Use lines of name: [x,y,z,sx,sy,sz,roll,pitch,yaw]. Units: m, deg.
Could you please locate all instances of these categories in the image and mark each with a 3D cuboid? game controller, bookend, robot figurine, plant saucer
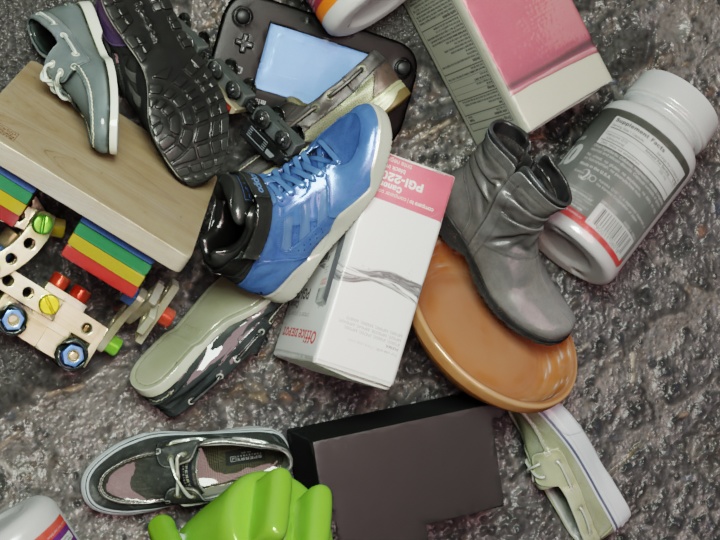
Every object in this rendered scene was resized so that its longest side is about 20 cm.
game controller: [-0.045,-0.190,1.279,0.198,0.042,0.105,15,85,-16]
bookend: [0.048,0.234,1.277,0.198,0.092,0.201,-11,94,-18]
robot figurine: [-0.103,0.256,1.189,0.175,0.200,0.116,26,43,-25]
plant saucer: [0.120,0.055,1.279,0.199,0.037,0.201,24,40,-22]

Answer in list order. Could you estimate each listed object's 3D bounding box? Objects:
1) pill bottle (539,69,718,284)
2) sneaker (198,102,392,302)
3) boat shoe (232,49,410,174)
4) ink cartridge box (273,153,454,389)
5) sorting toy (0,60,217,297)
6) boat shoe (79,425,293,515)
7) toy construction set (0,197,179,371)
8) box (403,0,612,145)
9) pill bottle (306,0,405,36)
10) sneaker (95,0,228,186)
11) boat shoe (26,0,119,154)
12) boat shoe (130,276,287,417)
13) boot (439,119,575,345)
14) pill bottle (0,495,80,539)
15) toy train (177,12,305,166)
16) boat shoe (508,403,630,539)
pill bottle: [0.261,-0.096,1.333,0.114,0.114,0.200,42,78,-12]
sneaker: [-0.062,-0.070,1.152,0.111,0.077,0.201,23,110,-41]
boat shoe: [-0.050,-0.134,1.246,0.199,0.073,0.065,-31,91,5]
ink cartridge box: [0.000,0.000,1.235,0.084,0.146,0.202,17,84,-18]
sorting toy: [-0.235,-0.075,1.152,0.199,0.199,0.070,32,110,-12]
boat shoe: [-0.157,0.180,1.225,0.198,0.071,0.073,-12,93,-17]
toy construction set: [-0.264,0.012,1.191,0.199,0.092,0.132,31,81,-3]
box: [0.132,-0.238,1.288,0.108,0.128,0.201,-31,99,-15]
pill bottle: [-0.035,-0.328,1.235,0.109,0.110,0.201,-30,84,-15]
sneaker: [-0.181,-0.168,1.205,0.075,0.087,0.202,-21,89,-25]
boat shoe: [-0.248,-0.166,1.154,0.061,0.201,0.073,-6,134,-19]
boat shoe: [-0.122,0.061,1.243,0.199,0.074,0.066,-46,130,-21]
boot: [0.156,-0.032,1.247,0.200,0.132,0.070,48,44,1]
pill bottle: [-0.268,0.307,1.169,0.112,0.112,0.201,-33,98,-14]
toy train: [-0.126,-0.167,1.220,0.200,0.046,0.034,46,35,17]
boat shoe: [0.199,0.194,1.334,0.062,0.072,0.201,-40,103,-16]
